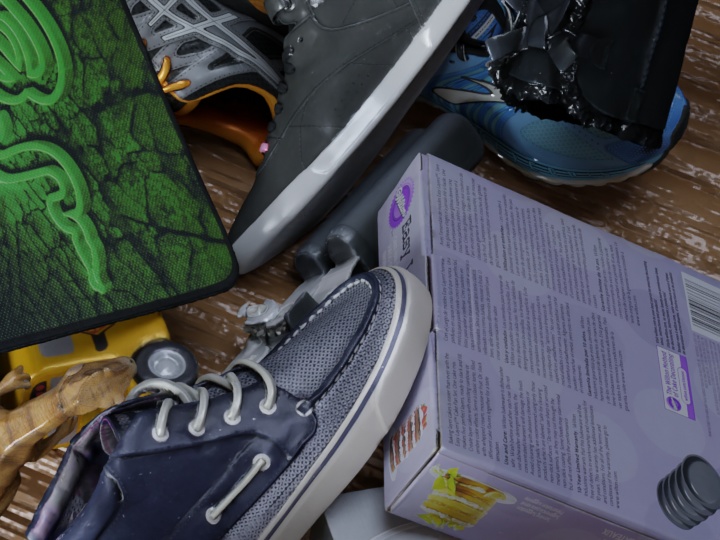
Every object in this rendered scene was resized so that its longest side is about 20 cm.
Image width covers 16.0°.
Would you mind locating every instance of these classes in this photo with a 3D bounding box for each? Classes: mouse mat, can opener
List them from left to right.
[{"bbox_3d":[-0.148,-0.066,1.141,0.161,0.008,0.200,-16,77,-41],"label":"mouse mat"},{"bbox_3d":[0.000,0.000,1.245,0.066,0.053,0.200,49,51,-15],"label":"can opener"}]

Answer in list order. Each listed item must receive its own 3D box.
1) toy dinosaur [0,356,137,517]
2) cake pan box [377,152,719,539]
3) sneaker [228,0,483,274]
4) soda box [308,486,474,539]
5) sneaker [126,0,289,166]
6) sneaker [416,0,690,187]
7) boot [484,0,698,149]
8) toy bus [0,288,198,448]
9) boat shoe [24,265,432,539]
[{"bbox_3d":[-0.173,0.100,1.067,0.060,0.200,0.106,32,11,-24],"label":"toy dinosaur"},{"bbox_3d":[0.097,0.051,1.162,0.184,0.052,0.200,23,39,-23],"label":"cake pan box"},{"bbox_3d":[-0.026,-0.099,1.247,0.099,0.071,0.200,37,93,6],"label":"sneaker"},{"bbox_3d":[0.034,0.187,1.073,0.063,0.068,0.200,-8,52,-18],"label":"soda box"},{"bbox_3d":[-0.102,-0.114,1.269,0.200,0.078,0.077,19,57,-25],"label":"sneaker"},{"bbox_3d":[0.070,-0.105,1.300,0.200,0.090,0.079,21,76,12],"label":"sneaker"},{"bbox_3d":[0.152,-0.140,1.245,0.198,0.163,0.073,12,3,-45],"label":"boot"},{"bbox_3d":[-0.135,0.015,1.185,0.078,0.065,0.200,-10,53,-19],"label":"toy bus"},{"bbox_3d":[-0.056,0.066,1.083,0.093,0.075,0.200,38,80,-28],"label":"boat shoe"}]
